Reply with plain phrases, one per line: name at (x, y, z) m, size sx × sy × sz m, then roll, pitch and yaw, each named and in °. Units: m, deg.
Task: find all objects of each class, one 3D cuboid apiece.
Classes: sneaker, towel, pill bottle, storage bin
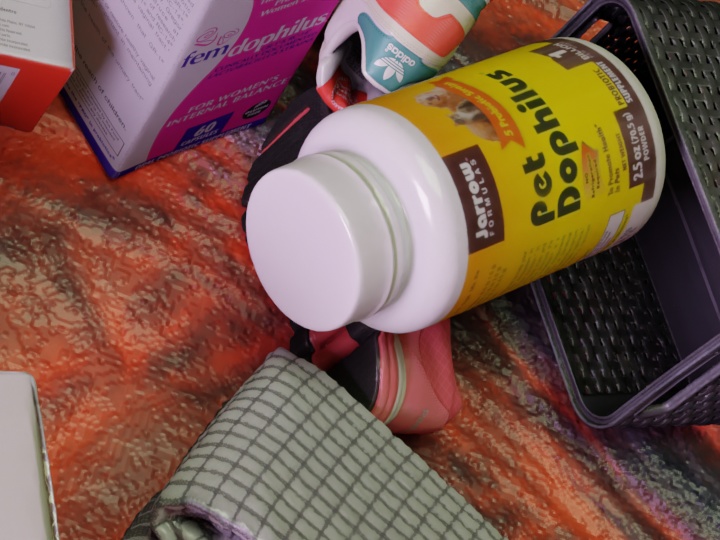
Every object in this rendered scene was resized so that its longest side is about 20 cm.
sneaker at (0.000, 0.000, 1.255) m, size 0.087 × 0.074 × 0.201 m, roll 17°, pitch 49°, yaw -42°
towel at (-0.005, 0.147, 1.118) m, size 0.200 × 0.086 × 0.166 m, roll 41°, pitch 26°, yaw -1°
sneaker at (0.001, -0.122, 1.258) m, size 0.070 × 0.200 × 0.094 m, roll 38°, pitch 81°, yaw -15°
pill bottle at (0.045, -0.038, 1.170) m, size 0.200 × 0.109 × 0.109 m, roll -22°, pitch 72°, yaw -39°
storage bin at (0.158, -0.030, 1.275) m, size 0.093 × 0.135 × 0.201 m, roll 2°, pitch 60°, yaw -36°

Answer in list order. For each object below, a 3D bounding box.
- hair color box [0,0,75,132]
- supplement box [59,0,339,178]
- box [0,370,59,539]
hair color box at (-0.199, -0.173, 1.203) m, size 0.101 × 0.061 × 0.201 m, roll 11°, pitch 56°, yaw -26°
supplement box at (-0.079, -0.148, 1.213) m, size 0.101 × 0.200 × 0.104 m, roll -23°, pitch 72°, yaw -31°
box at (-0.208, 0.130, 0.998) m, size 0.127 × 0.200 × 0.109 m, roll 1°, pitch 62°, yaw -23°
